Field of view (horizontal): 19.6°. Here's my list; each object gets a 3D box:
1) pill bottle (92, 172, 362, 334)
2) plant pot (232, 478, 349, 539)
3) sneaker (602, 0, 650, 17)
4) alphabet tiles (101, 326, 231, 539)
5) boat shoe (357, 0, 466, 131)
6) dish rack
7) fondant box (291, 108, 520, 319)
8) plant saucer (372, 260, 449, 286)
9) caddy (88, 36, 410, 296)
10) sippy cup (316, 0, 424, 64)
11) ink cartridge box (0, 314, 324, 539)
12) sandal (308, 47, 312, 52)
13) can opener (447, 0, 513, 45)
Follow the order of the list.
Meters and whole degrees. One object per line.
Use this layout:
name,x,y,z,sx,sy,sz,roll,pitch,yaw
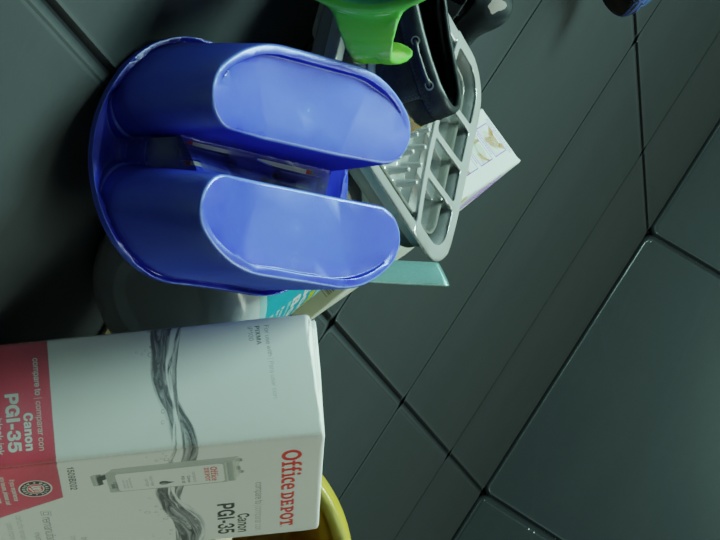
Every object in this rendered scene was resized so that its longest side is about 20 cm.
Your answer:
pill bottle,-0.074,-0.018,1.336,0.200,0.111,0.111,-39,157,-53
plant pot,-0.109,0.208,1.551,0.201,0.201,0.189,-58,-178,-1
sneaker,0.234,-0.297,1.932,0.078,0.075,0.200,-45,155,-16
alphabet tiles,-0.129,0.113,1.406,0.200,0.166,0.006,-58,-150,0
boat shoe,0.035,-0.183,1.305,0.075,0.062,0.200,20,68,-62
dish rack,0.018,-0.120,1.379,0.200,0.044,0.172,56,40,-48
fondant box,0.026,-0.044,1.648,0.144,0.058,0.200,-39,179,31
plant saucer,0.000,0.000,1.457,0.200,0.070,0.019,179,-86,-74
caddy,-0.064,-0.059,1.196,0.200,0.105,0.141,10,83,-46
sippy cup,0.014,-0.219,1.196,0.178,0.140,0.130,-52,180,15
ink cartridge box,-0.123,0.100,1.238,0.147,0.200,0.083,95,-11,-61
sandal,0.016,-0.165,1.466,0.200,0.048,0.075,-51,165,-23
can opener,0.054,-0.169,1.602,0.063,0.079,0.200,-101,-147,-53
